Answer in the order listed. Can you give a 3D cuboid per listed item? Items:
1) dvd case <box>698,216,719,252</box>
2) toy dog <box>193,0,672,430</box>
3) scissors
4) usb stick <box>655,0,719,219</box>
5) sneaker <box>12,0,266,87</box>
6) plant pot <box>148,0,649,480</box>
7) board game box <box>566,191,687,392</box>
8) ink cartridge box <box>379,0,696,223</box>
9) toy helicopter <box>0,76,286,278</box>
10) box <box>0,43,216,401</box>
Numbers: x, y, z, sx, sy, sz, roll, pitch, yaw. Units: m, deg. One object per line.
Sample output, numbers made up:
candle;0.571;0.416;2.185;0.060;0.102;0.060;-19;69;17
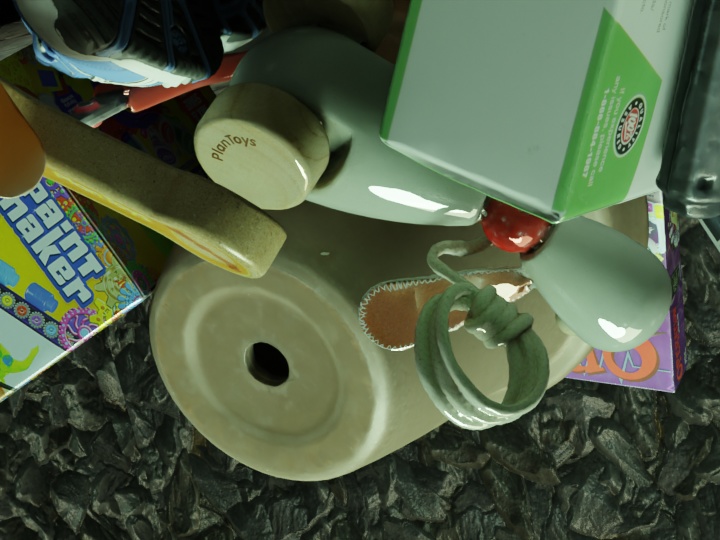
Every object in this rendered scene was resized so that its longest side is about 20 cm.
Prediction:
dvd case;0.137;-0.093;1.241;0.025;0.200;0.150;-33;175;-10
toy dog;0.015;-0.026;1.107;0.132;0.200;0.096;-36;178;-32
scissors;-0.103;-0.066;1.139;0.200;0.014;0.073;-27;-152;-32
usb stick;0.139;-0.113;0.982;0.033;0.200;0.055;27;-149;32
sneaker;-0.095;-0.097;1.087;0.077;0.076;0.200;-19;179;13
plant pot;0.000;0.000;1.221;0.200;0.201;0.175;-15;-159;37
board game box;0.051;-0.008;1.341;0.200;0.120;0.032;7;-137;20
ink cartridge box;0.107;-0.111;1.053;0.084;0.146;0.200;24;-158;28
toy helicopter;-0.117;-0.053;0.987;0.200;0.079;0.132;26;167;11
box;-0.170;-0.012;1.325;0.192;0.122;0.200;-34;-176;21
